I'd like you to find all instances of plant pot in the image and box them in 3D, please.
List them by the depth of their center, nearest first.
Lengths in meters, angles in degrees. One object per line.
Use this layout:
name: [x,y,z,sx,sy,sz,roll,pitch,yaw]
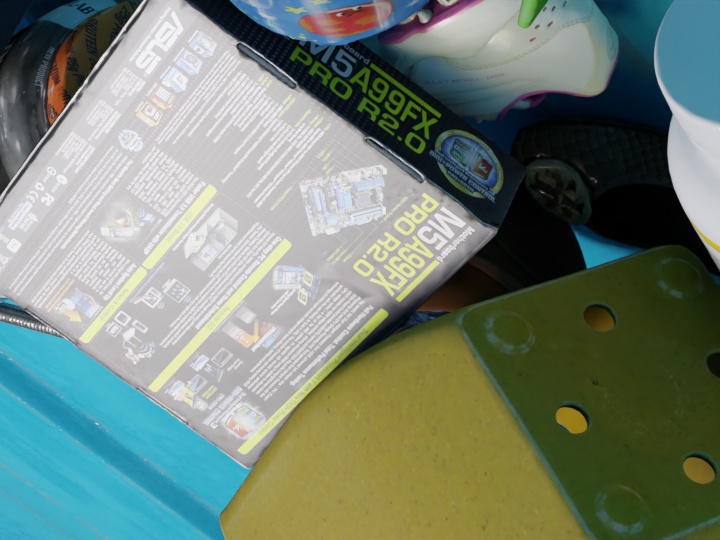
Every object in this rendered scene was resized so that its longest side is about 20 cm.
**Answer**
plant pot: [0.084,0.100,0.873,0.196,0.194,0.200,58,149,27]

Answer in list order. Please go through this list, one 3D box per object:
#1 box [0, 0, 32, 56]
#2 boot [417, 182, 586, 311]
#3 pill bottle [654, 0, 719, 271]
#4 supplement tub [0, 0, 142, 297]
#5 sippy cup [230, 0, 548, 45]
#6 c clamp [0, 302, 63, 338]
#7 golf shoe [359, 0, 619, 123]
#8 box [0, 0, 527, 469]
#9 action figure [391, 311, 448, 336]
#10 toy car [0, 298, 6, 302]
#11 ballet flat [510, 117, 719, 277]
box: [-0.248,-0.153,0.957,0.148,0.107,0.200,39,154,-30]
boot: [0.000,0.000,0.993,0.155,0.074,0.200,-27,144,34]
pill bottle: [0.181,-0.029,0.789,0.112,0.112,0.200,8,152,34]
supplement tub: [-0.138,-0.059,1.030,0.122,0.123,0.200,34,155,-21]
sippy cup: [-0.017,-0.144,0.734,0.140,0.178,0.130,-23,162,0]
c clamp: [-0.235,0.016,1.423,0.200,0.027,0.171,10,148,35]
golf shoe: [0.023,-0.086,0.880,0.092,0.075,0.200,33,157,-27]
box: [-0.054,-0.022,0.871,0.160,0.044,0.200,35,134,-9]
action figure: [0.058,0.113,1.079,0.102,0.119,0.200,-29,113,17]
toy car: [-0.324,0.003,1.250,0.184,0.200,0.177,20,157,13]
ballet flat: [0.156,-0.014,0.929,0.200,0.046,0.067,21,156,9]
